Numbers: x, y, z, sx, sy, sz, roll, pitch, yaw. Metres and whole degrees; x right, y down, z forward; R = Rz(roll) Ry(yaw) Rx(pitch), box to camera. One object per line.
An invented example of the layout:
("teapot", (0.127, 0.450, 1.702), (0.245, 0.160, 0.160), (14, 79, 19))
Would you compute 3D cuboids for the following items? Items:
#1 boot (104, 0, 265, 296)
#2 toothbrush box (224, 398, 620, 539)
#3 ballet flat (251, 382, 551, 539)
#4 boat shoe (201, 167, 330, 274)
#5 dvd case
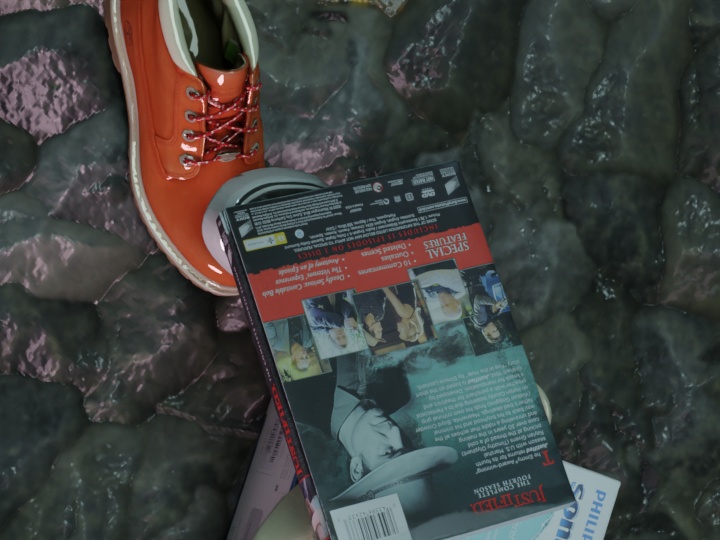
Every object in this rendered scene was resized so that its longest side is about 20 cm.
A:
("boot", (-0.085, -0.080, 1.209), (0.075, 0.107, 0.201), (-20, 100, -22))
("toothbrush box", (0.031, 0.158, 1.270), (0.200, 0.085, 0.147), (20, 83, -20))
("ballet flat", (0.025, 0.120, 1.187), (0.200, 0.069, 0.070), (-34, 103, -19))
("boat shoe", (0.000, 0.000, 1.229), (0.200, 0.064, 0.071), (23, 97, -40))
("dvd case", (0.018, 0.048, 1.161), (0.146, 0.022, 0.200), (-13, 75, -24))
